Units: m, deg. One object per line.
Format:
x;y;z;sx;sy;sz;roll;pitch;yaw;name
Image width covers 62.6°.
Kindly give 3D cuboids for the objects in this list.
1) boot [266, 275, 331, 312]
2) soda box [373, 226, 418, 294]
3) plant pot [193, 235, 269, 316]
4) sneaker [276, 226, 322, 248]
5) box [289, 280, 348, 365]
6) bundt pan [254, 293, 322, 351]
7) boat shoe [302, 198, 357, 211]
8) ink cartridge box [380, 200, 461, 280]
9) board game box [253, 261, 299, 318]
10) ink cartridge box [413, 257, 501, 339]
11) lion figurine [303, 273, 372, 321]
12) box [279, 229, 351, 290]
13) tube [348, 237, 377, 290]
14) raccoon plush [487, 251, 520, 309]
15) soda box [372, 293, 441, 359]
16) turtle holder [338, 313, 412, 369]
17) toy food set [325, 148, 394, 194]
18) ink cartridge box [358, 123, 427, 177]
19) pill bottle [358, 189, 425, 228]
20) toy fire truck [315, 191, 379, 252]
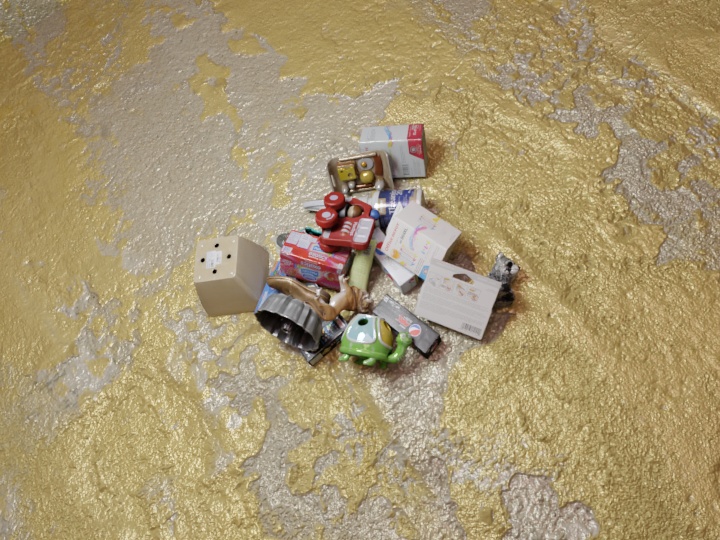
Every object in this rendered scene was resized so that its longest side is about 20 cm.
-0.188;0.072;1.699;0.196;0.074;0.077;20;71;9;boot
0.089;-0.029;1.744;0.063;0.068;0.201;-35;62;-5;soda box
-0.400;0.003;1.788;0.195;0.178;0.204;-7;64;10;plant pot
-0.172;-0.102;1.826;0.195;0.092;0.079;4;53;16;sneaker
-0.142;0.150;1.729;0.158;0.046;0.200;-40;62;-6;box
-0.187;0.134;1.616;0.198;0.203;0.077;16;60;20;bundt pan
-0.097;-0.192;1.865;0.196;0.073;0.067;2;100;32;boat shoe
0.159;-0.088;1.673;0.198;0.130;0.125;32;38;12;ink cartridge box
-0.242;0.054;1.778;0.101;0.020;0.203;0;51;23;board game box
0.260;0.070;1.589;0.196;0.045;0.179;20;115;9;ink cartridge box
-0.061;0.092;1.660;0.198;0.125;0.072;-27;22;-25;lion figurine
-0.131;-0.031;1.752;0.196;0.097;0.101;16;48;8;box
0.000;0.000;1.730;0.058;0.051;0.204;36;114;61;tube
0.347;0.028;1.645;0.195;0.097;0.136;-8;56;10;raccoon plush
0.129;0.156;1.650;0.199;0.064;0.071;37;78;26;soda box
0.032;0.191;1.598;0.183;0.139;0.135;-2;74;49;turtle holder
0.001;-0.288;1.838;0.195;0.145;0.061;-8;45;9;toy food set
0.105;-0.371;1.849;0.195;0.147;0.084;1;51;14;ink cartridge box
0.094;-0.186;1.791;0.195;0.111;0.113;-1;65;13;pill bottle
-0.033;-0.137;1.702;0.164;0.114;0.202;7;43;13;toy fire truck
